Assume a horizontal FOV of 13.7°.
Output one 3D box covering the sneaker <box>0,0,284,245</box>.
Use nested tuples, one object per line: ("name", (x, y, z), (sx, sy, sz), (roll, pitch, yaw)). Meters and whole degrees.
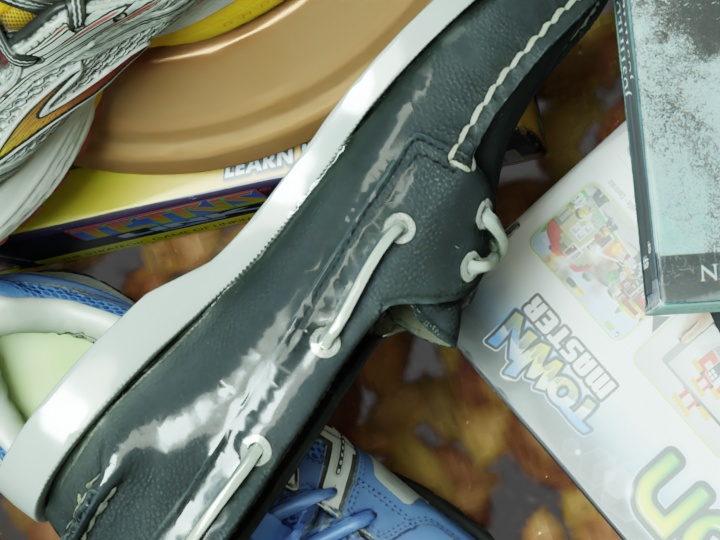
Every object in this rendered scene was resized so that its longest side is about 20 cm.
("sneaker", (-0.088, -0.067, 0.717), (0.200, 0.082, 0.078), (-40, 76, 5))

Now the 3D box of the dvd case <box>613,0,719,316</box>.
("dvd case", (0.132, -0.092, 0.751), (0.145, 0.022, 0.201), (-3, 82, -8))

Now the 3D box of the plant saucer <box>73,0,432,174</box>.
("plant saucer", (-0.053, -0.127, 0.779), (0.199, 0.037, 0.202), (-2, 81, 13))

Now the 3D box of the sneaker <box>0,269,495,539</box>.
("sneaker", (-0.035, 0.067, 0.786), (0.199, 0.077, 0.076), (31, 89, 13))

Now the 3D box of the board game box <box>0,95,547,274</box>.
("board game box", (-0.061, -0.093, 0.823), (0.199, 0.057, 0.166), (-13, 82, 11))

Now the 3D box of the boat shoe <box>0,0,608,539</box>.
("boat shoe", (0.000, 0.000, 0.730), (0.060, 0.076, 0.200), (42, 88, 9))

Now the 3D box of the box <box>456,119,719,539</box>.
("box", (0.121, 0.048, 0.775), (0.110, 0.035, 0.200), (-41, 76, 5))

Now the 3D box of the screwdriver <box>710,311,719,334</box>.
("screwdriver", (0.072, -0.074, 0.767), (0.029, 0.028, 0.201), (-18, 81, -19))
